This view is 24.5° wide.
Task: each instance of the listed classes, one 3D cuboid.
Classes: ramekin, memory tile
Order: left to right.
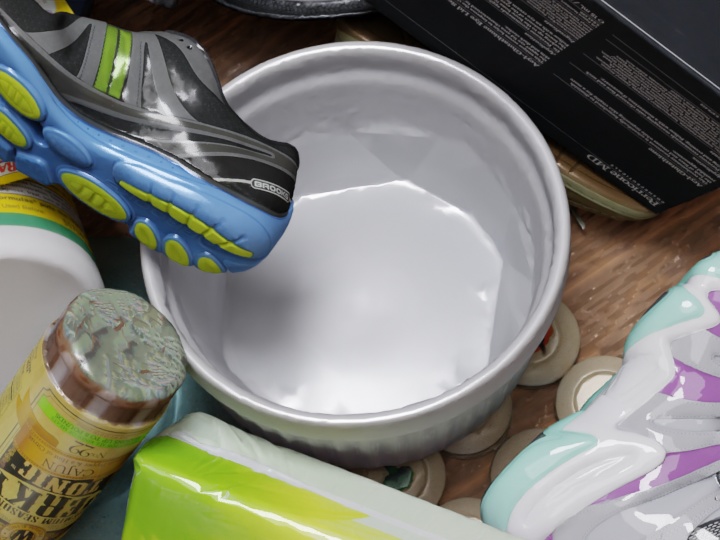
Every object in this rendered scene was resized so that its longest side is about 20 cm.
[{"bbox_3d":[0.000,0.000,0.801,0.200,0.105,0.201,-1,64,3],"label":"ramekin"},{"bbox_3d":[0.071,0.119,0.822,0.200,0.017,0.153,-44,73,-8],"label":"memory tile"}]

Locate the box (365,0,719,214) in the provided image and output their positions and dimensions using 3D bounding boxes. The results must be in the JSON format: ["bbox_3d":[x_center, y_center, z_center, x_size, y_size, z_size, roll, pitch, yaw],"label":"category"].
[{"bbox_3d":[0.105,-0.122,0.752,0.200,0.141,0.079,35,71,-9],"label":"box"}]

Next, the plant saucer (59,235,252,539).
[{"bbox_3d":[-0.143,0.072,0.849,0.201,0.039,0.201,-2,73,7],"label":"plant saucer"}]

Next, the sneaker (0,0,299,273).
[{"bbox_3d":[-0.114,-0.078,0.734,0.199,0.071,0.083,35,53,-8],"label":"sneaker"}]

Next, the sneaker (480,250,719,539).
[{"bbox_3d":[0.168,0.090,0.777,0.140,0.078,0.200,42,91,15],"label":"sneaker"}]

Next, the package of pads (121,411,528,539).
[{"bbox_3d":[-0.019,0.171,0.755,0.200,0.068,0.155,21,115,12],"label":"package of pads"}]

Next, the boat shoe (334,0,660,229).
[{"bbox_3d":[0.074,-0.083,0.868,0.200,0.063,0.073,35,56,13],"label":"boat shoe"}]

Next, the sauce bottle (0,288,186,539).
[{"bbox_3d":[-0.150,0.091,0.763,0.065,0.065,0.200,53,129,18],"label":"sauce bottle"}]

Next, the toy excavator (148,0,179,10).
[{"bbox_3d":[-0.175,-0.222,0.828,0.194,0.200,0.100,19,101,-29],"label":"toy excavator"}]

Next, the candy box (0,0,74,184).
[{"bbox_3d":[-0.193,-0.116,0.814,0.102,0.026,0.200,-20,50,-20],"label":"candy box"}]

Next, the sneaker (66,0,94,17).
[{"bbox_3d":[-0.247,-0.161,0.912,0.200,0.082,0.074,6,71,7],"label":"sneaker"}]

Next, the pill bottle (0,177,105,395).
[{"bbox_3d":[-0.205,-0.036,0.831,0.113,0.113,0.200,-27,49,-2],"label":"pill bottle"}]

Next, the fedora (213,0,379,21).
[{"bbox_3d":[-0.008,-0.218,0.865,0.200,0.092,0.201,-7,46,7],"label":"fedora"}]
